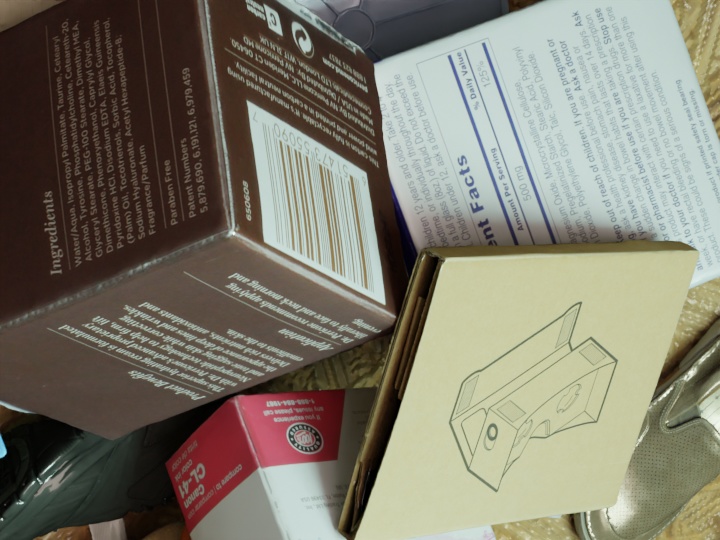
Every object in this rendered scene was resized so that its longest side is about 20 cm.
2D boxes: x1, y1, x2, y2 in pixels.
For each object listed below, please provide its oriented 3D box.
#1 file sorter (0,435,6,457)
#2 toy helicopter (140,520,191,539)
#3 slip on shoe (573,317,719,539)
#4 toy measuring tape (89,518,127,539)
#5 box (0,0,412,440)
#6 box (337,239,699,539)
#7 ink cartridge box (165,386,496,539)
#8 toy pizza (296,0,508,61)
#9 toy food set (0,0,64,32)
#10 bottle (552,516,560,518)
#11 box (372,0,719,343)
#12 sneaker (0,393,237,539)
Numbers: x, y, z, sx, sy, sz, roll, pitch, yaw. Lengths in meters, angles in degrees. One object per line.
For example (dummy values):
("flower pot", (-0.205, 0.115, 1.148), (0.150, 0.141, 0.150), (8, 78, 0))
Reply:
("file sorter", (-0.288, 0.029, 1.154), (0.139, 0.123, 0.200), (-21, 89, -12))
("toy helicopter", (-0.082, 0.240, 1.251), (0.132, 0.079, 0.200), (-27, 70, 5))
("slip on shoe", (0.217, 0.107, 1.419), (0.200, 0.061, 0.076), (-46, 113, -5))
("toy measuring tape", (-0.136, 0.208, 1.311), (0.074, 0.074, 0.200), (-16, 107, -16))
("box", (-0.107, -0.034, 1.114), (0.200, 0.164, 0.166), (-21, 153, 25))
("box", (0.087, 0.062, 1.162), (0.200, 0.021, 0.164), (-2, 116, -43))
("ink cartridge box", (0.000, 0.167, 1.177), (0.148, 0.086, 0.200), (1, 59, -41))
("toy pizza", (-0.008, -0.143, 1.294), (0.200, 0.032, 0.200), (-4, 103, -18))
("toy food set", (-0.166, -0.158, 1.227), (0.143, 0.060, 0.200), (1, 100, -11))
("bottle", (0.136, 0.054, 1.374), (0.084, 0.065, 0.200), (16, 97, -24))
("box", (0.096, -0.054, 1.257), (0.200, 0.105, 0.184), (-21, 94, -17))
("sneaker", (-0.152, 0.116, 1.258), (0.200, 0.076, 0.091), (-39, 122, 21))
